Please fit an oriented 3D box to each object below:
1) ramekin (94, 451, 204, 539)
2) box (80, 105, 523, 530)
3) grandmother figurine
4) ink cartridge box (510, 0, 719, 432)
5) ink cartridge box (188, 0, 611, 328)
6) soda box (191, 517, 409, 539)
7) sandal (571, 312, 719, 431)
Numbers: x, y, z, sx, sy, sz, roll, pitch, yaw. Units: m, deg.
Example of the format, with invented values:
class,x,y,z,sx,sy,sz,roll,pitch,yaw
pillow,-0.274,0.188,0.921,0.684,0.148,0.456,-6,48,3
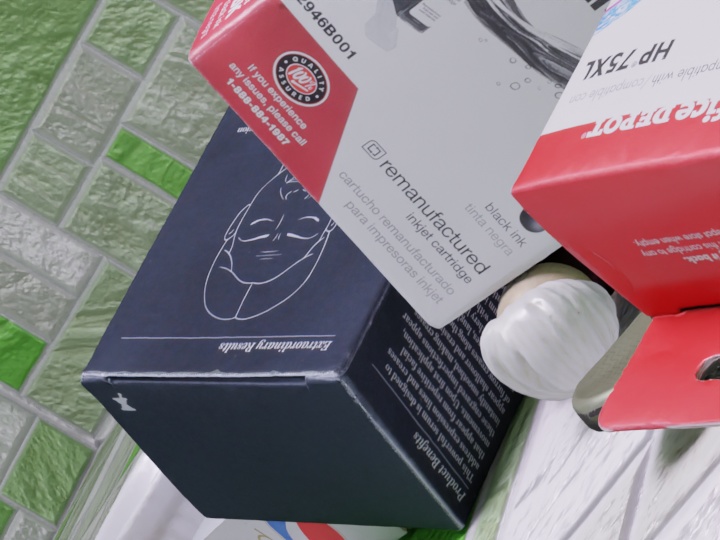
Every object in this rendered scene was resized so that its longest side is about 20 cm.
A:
class,x,y,z,sx,sy,sz,roll,pitch,yaw
ramekin,-0.069,0.117,1.577,0.201,0.097,0.201,-58,6,10
box,0.000,0.000,1.217,0.148,0.107,0.201,-1,50,40
grandmother figurine,0.083,-0.008,1.101,0.200,0.060,0.122,-65,-1,-62
ink cartridge box,0.121,-0.056,0.795,0.116,0.067,0.201,-10,47,56
ink cartridge box,0.061,-0.096,1.021,0.200,0.144,0.084,-35,17,27
soda box,-0.022,0.108,1.355,0.064,0.068,0.200,-61,6,-26
sandal,0.122,-0.039,0.906,0.202,0.057,0.080,-59,6,5
